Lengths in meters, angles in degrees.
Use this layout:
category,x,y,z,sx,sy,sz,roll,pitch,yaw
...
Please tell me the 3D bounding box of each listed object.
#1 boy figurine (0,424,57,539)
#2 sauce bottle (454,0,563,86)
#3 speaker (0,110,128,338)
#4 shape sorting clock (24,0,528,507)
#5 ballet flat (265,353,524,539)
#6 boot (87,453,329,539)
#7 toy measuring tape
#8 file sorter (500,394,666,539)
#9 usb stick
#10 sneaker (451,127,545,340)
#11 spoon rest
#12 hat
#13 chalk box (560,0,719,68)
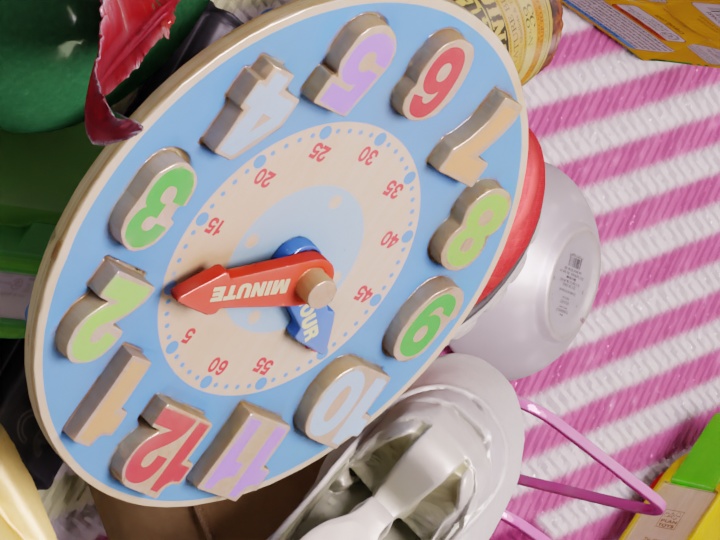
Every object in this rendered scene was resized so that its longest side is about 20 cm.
category,x,y,z,sx,sy,sz,roll,pitch,yaw
boy figurine,-0.150,0.105,0.972,0.200,0.064,0.124,43,65,-21
sauce bottle,0.012,-0.083,1.131,0.200,0.066,0.066,-30,121,-56
speaker,-0.152,-0.024,0.958,0.200,0.088,0.088,8,92,-45
shape sorting clock,-0.022,-0.003,0.953,0.200,0.039,0.200,-26,141,-23
ballet flat,0.007,0.090,1.037,0.200,0.069,0.069,-45,129,-36
boot,-0.070,0.144,1.071,0.175,0.066,0.200,-15,71,-14
toy measuring tape,0.150,0.148,1.369,0.200,0.074,0.074,-52,133,-28
file sorter,0.021,0.150,1.174,0.139,0.125,0.200,38,70,-46
usb stick,-0.090,-0.009,1.082,0.200,0.033,0.055,-62,146,-19
sneaker,0.000,0.000,1.064,0.200,0.085,0.077,-36,82,-26
spoon rest,0.049,-0.011,1.235,0.200,0.061,0.099,27,78,-62
hat,-0.088,-0.051,0.892,0.200,0.166,0.176,24,44,-52
chalk box,0.169,-0.199,1.272,0.124,0.124,0.200,29,75,-47
